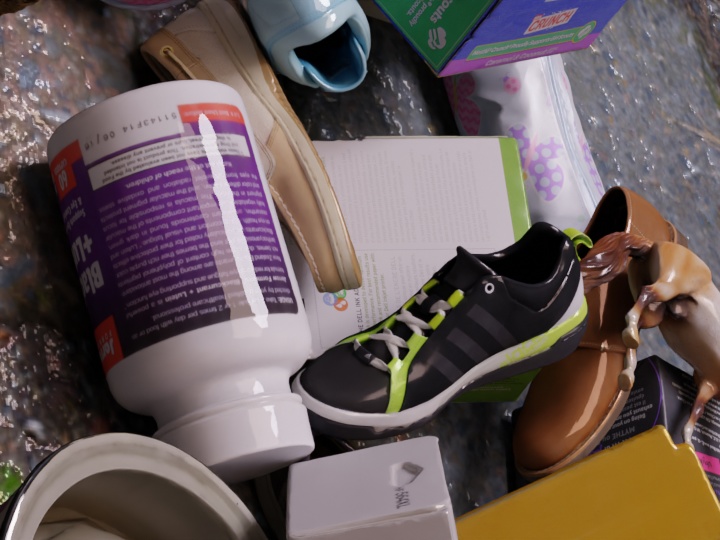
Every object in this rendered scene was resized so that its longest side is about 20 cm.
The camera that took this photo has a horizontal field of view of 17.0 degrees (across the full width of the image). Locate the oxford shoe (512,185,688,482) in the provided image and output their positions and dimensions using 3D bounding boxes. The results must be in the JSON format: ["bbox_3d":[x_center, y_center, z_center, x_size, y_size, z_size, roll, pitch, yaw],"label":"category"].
[{"bbox_3d":[0.132,0.036,1.474,0.071,0.071,0.200,45,57,-35],"label":"oxford shoe"}]

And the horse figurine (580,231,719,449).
[{"bbox_3d":[0.195,0.042,1.445,0.200,0.050,0.133,47,39,-22],"label":"horse figurine"}]

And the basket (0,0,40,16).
[{"bbox_3d":[-0.157,-0.211,1.249,0.149,0.200,0.143,4,64,-50],"label":"basket"}]

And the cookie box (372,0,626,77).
[{"bbox_3d":[0.052,-0.219,1.454,0.200,0.075,0.171,50,34,18],"label":"cookie box"}]

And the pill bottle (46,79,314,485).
[{"bbox_3d":[-0.090,0.011,1.272,0.111,0.111,0.201,0,68,-50],"label":"pill bottle"}]

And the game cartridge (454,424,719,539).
[{"bbox_3d":[0.127,0.204,1.361,0.032,0.200,0.177,54,12,-87],"label":"game cartridge"}]

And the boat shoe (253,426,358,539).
[{"bbox_3d":[0.009,0.174,1.314,0.072,0.065,0.200,-26,86,-19],"label":"boat shoe"}]

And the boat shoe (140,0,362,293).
[{"bbox_3d":[-0.064,-0.063,1.368,0.200,0.069,0.074,61,-6,24],"label":"boat shoe"}]

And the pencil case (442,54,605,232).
[{"bbox_3d":[0.115,-0.077,1.589,0.083,0.091,0.201,-13,76,-25],"label":"pencil case"}]

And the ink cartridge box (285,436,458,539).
[{"bbox_3d":[0.018,0.200,1.213,0.146,0.084,0.201,-100,180,-81],"label":"ink cartridge box"}]

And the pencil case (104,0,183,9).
[{"bbox_3d":[-0.123,-0.249,1.396,0.083,0.090,0.200,73,16,-56],"label":"pencil case"}]

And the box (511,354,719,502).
[{"bbox_3d":[0.174,0.173,1.483,0.106,0.122,0.201,28,50,-40],"label":"box"}]

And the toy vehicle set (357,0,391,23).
[{"bbox_3d":[0.053,-0.199,1.572,0.200,0.124,0.027,-27,132,-54],"label":"toy vehicle set"}]

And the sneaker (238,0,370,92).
[{"bbox_3d":[-0.028,-0.132,1.413,0.082,0.074,0.200,63,5,14],"label":"sneaker"}]

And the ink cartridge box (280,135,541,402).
[{"bbox_3d":[0.000,0.000,1.430,0.199,0.076,0.148,-1,66,-14],"label":"ink cartridge box"}]

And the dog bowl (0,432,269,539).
[{"bbox_3d":[-0.120,0.184,1.164,0.200,0.074,0.201,29,48,-37],"label":"dog bowl"}]

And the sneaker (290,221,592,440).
[{"bbox_3d":[0.044,0.024,1.331,0.200,0.072,0.083,-23,128,-30],"label":"sneaker"}]
